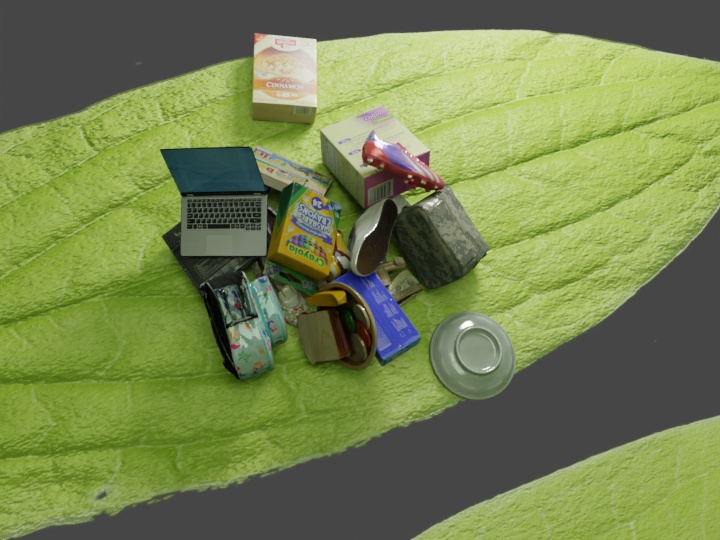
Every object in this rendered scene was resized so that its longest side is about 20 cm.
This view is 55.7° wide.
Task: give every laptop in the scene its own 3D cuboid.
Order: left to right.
[{"bbox_3d":[-0.287,-0.131,1.345,0.186,0.116,0.202,0,87,10],"label":"laptop"}]

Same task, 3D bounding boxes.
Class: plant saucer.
[{"bbox_3d":[0.252,0.179,1.487,0.198,0.050,0.202,4,68,-10],"label":"plant saucer"}]

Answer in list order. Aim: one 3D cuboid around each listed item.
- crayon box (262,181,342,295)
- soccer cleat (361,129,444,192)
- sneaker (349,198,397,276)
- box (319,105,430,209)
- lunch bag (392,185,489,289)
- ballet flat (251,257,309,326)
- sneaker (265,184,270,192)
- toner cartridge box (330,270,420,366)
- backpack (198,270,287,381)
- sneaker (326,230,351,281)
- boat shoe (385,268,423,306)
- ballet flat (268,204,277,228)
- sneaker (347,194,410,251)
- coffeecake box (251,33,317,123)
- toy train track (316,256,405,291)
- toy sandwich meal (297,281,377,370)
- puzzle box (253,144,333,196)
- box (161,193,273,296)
[{"bbox_3d":[-0.115,-0.066,1.397,0.125,0.051,0.201,25,61,-30],"label":"crayon box"},{"bbox_3d":[0.096,-0.228,1.444,0.199,0.067,0.077,19,78,-17],"label":"soccer cleat"},{"bbox_3d":[0.014,-0.062,1.445,0.073,0.084,0.201,47,50,-28],"label":"sneaker"},{"bbox_3d":[0.031,-0.262,1.561,0.175,0.097,0.200,-25,54,-20],"label":"box"},{"bbox_3d":[0.187,-0.079,1.518,0.168,0.139,0.201,-37,96,-38],"label":"lunch bag"},{"bbox_3d":[-0.175,0.032,1.454,0.075,0.064,0.200,-34,79,-21],"label":"ballet flat"},{"bbox_3d":[-0.276,-0.149,1.503,0.078,0.070,0.200,40,67,-1],"label":"sneaker"},{"bbox_3d":[0.028,0.088,1.399,0.095,0.043,0.200,-29,67,-15],"label":"toner cartridge box"},{"bbox_3d":[-0.224,0.113,1.350,0.149,0.178,0.201,-13,78,-13],"label":"backpack"},{"bbox_3d":[-0.089,-0.069,1.502,0.090,0.075,0.200,-33,72,-23],"label":"sneaker"},{"bbox_3d":[0.058,0.077,1.477,0.063,0.073,0.200,41,66,10],"label":"boat shoe"},{"bbox_3d":[-0.183,-0.087,1.453,0.066,0.057,0.200,-45,89,-5],"label":"ballet flat"},{"bbox_3d":[0.045,-0.104,1.546,0.099,0.075,0.200,34,66,5],"label":"sneaker"},{"bbox_3d":[-0.184,-0.463,1.647,0.152,0.073,0.201,2,67,-10],"label":"coffeecake box"},{"bbox_3d":[0.000,0.000,1.494,0.199,0.033,0.115,-16,36,-4],"label":"toy train track"},{"bbox_3d":[-0.049,0.118,1.365,0.070,0.205,0.206,-18,72,-37],"label":"toy sandwich meal"},{"bbox_3d":[-0.167,-0.215,1.535,0.199,0.026,0.133,23,29,-2],"label":"puzzle box"},{"bbox_3d":[-0.291,-0.065,1.426,0.200,0.048,0.159,-37,82,6],"label":"box"}]
